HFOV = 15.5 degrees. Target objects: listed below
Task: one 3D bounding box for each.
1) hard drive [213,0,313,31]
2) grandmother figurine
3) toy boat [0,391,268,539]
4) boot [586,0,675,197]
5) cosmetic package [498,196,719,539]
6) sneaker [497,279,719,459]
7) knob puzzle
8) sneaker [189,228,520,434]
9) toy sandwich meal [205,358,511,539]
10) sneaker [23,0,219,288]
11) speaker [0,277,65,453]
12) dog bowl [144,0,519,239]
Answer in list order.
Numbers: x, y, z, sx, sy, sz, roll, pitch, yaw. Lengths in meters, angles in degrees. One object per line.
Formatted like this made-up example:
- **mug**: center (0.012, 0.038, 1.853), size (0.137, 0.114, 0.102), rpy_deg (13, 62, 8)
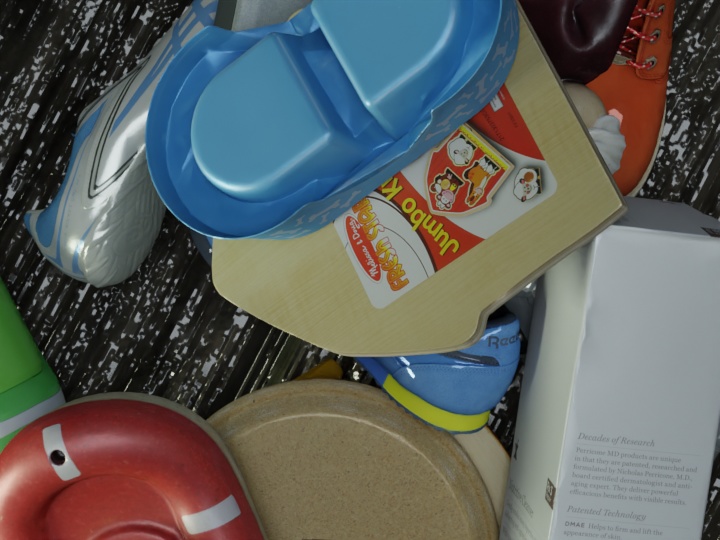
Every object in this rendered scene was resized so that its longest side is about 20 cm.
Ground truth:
- **hard drive**: center (-0.005, -0.149, 1.367), size (0.139, 0.033, 0.201), rpy_deg (10, 93, -34)
- **grandmother figurine**: center (0.092, -0.134, 1.309), size (0.060, 0.121, 0.201), rpy_deg (-2, 80, -32)
- **toy boat**: center (-0.113, 0.163, 1.305), size (0.130, 0.131, 0.201), rpy_deg (-20, 100, 13)
- **boot**: center (0.129, -0.128, 1.365), size (0.075, 0.107, 0.201), rpy_deg (4, 93, -2)
- **cosmetic package**: center (0.126, 0.068, 1.303), size (0.081, 0.113, 0.201), rpy_deg (5, 98, -9)
- **sneaker**: center (0.102, 0.061, 1.386), size (0.199, 0.075, 0.116), rpy_deg (23, 94, -1)
- **knob puzzle**: center (0.013, -0.044, 1.285), size (0.218, 0.030, 0.221), rpy_deg (-7, 75, 25)
- **sneaker**: center (0.000, 0.000, 1.358), size (0.200, 0.066, 0.079), rpy_deg (34, 125, 23)
- **toy sandwich meal**: center (-0.013, 0.138, 1.396), size (0.204, 0.070, 0.206), rpy_deg (1, 103, 4)
- **sneaker**: center (-0.108, -0.088, 1.389), size (0.072, 0.072, 0.201), rpy_deg (30, 85, 25)
- **speaker**: center (-0.228, 0.013, 1.382), size (0.088, 0.088, 0.201), rpy_deg (-27, 91, 1)
- **dog bowl**: center (-0.010, -0.090, 1.263), size (0.200, 0.050, 0.112), rpy_deg (-36, 64, 14)
